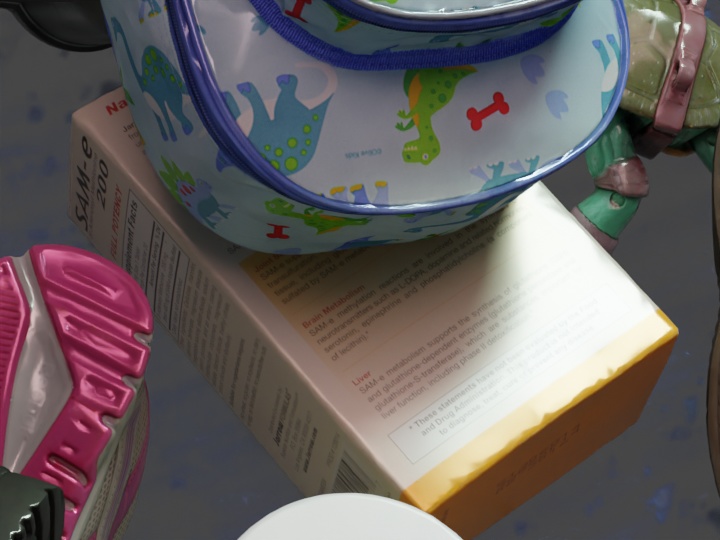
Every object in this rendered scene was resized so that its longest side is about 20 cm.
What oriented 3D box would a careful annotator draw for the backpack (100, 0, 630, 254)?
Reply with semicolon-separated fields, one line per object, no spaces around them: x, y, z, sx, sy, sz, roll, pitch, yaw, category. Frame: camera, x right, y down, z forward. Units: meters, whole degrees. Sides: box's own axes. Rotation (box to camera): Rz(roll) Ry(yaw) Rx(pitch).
0.001;-0.113;0.758;0.182;0.147;0.201;-11;85;-25;backpack

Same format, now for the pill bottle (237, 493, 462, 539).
-0.012;0.147;0.677;0.110;0.200;0.112;4;58;-6;pill bottle

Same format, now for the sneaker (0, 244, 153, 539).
-0.119;0.095;0.769;0.081;0.088;0.201;26;81;12;sneaker

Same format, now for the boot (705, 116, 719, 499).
0.185;0.025;0.773;0.073;0.150;0.202;-1;88;-25;boot

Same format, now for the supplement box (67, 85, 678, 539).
0.000;0.000;0.845;0.126;0.074;0.200;-32;68;-25;supplement box

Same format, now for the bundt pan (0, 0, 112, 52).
-0.070;-0.175;0.871;0.201;0.203;0.076;-30;26;-23;bundt pan

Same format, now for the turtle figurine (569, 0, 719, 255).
0.109;-0.061;0.888;0.199;0.101;0.151;20;63;-4;turtle figurine

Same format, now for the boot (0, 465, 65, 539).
-0.192;0.107;0.651;0.157;0.080;0.211;20;33;7;boot
